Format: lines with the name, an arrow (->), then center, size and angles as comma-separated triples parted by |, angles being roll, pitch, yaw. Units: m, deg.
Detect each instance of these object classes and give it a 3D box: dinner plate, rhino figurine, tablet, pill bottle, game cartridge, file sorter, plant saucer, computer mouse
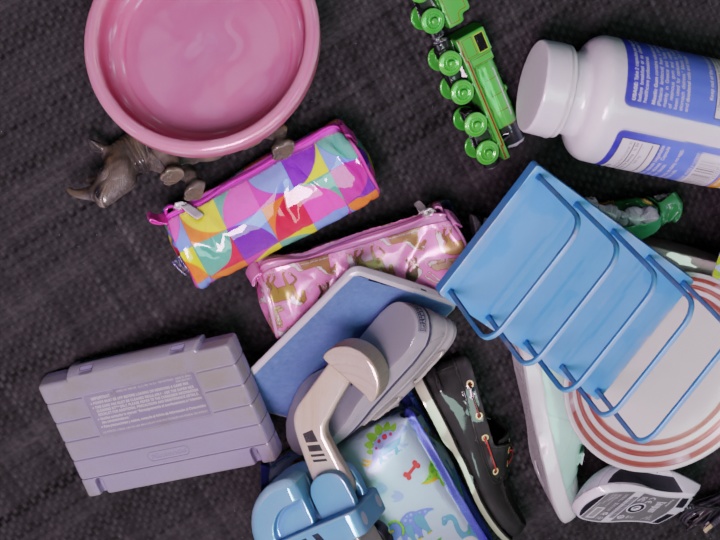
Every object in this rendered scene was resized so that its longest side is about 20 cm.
dinner plate -> 0.279, 0.092, 1.599 | 0.198, 0.024, 0.202 | -5, 114, -11
rhino figurine -> -0.162, -0.106, 1.502 | 0.198, 0.088, 0.060 | -23, 144, 0
tablet -> -0.019, 0.071, 1.569 | 0.129, 0.014, 0.200 | 18, 131, -38
pill bottle -> 0.243, -0.144, 1.529 | 0.198, 0.112, 0.113 | 11, 109, -12
game cartridge -> -0.183, 0.130, 1.579 | 0.198, 0.038, 0.131 | -12, 109, 20
file sorter -> 0.193, 0.032, 1.470 | 0.199, 0.123, 0.139 | 33, 101, -25
plant saucer -> -0.129, -0.188, 1.449 | 0.198, 0.051, 0.203 | -1, 77, 6
computer mouse -> 0.288, 0.211, 1.670 | 0.198, 0.044, 0.110 | 9, 143, -29

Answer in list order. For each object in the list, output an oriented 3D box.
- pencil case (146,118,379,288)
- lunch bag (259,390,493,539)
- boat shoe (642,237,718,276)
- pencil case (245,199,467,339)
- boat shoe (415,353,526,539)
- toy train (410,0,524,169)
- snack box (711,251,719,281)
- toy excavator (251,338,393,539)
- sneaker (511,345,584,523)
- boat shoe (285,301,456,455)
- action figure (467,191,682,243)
pencil case -> -0.082, -0.059, 1.529 | 0.199, 0.088, 0.089 | -27, 112, 0
lunch bag -> 0.022, 0.237, 1.631 | 0.169, 0.128, 0.201 | -30, 101, 5
boat shoe -> 0.325, 0.034, 1.627 | 0.198, 0.075, 0.094 | 16, 100, -14
pencil case -> 0.000, 0.000, 1.564 | 0.198, 0.083, 0.087 | -18, 92, -1
boat shoe -> 0.117, 0.172, 1.649 | 0.063, 0.074, 0.203 | -25, 112, 2
toy train -> 0.092, -0.184, 1.532 | 0.056, 0.042, 0.201 | -29, 112, -8
snack box -> 0.415, -0.049, 1.572 | 0.199, 0.053, 0.144 | -1, 115, -43
toy excavator -> -0.035, 0.183, 1.499 | 0.193, 0.100, 0.201 | -26, 93, 19
sneaker -> 0.218, 0.143, 1.655 | 0.117, 0.074, 0.202 | -14, 113, -6
boat shoe -> 0.009, 0.101, 1.554 | 0.065, 0.072, 0.200 | 13, 129, -39
action figure -> 0.201, -0.044, 1.577 | 0.198, 0.118, 0.055 | -9, 100, -14
